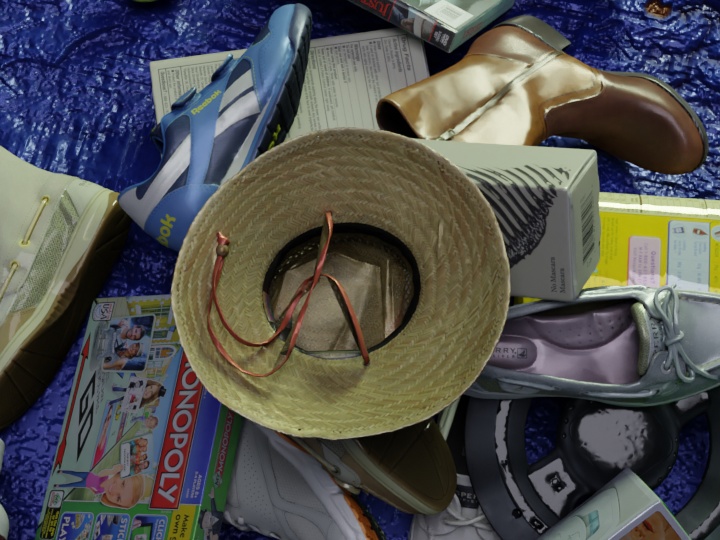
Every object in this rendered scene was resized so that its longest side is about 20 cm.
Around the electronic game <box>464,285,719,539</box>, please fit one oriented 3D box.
[{"bbox_3d":[0.167,0.109,1.036,0.200,0.042,0.200,0,81,0],"label":"electronic game"}]

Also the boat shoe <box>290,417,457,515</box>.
[{"bbox_3d":[-0.025,0.090,1.028,0.201,0.063,0.073,39,41,-9],"label":"boat shoe"}]

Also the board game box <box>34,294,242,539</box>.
[{"bbox_3d":[-0.143,0.113,1.073,0.134,0.029,0.200,-4,65,32],"label":"board game box"}]

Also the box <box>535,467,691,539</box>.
[{"bbox_3d":[0.160,0.256,0.965,0.176,0.097,0.200,-37,95,0],"label":"box"}]

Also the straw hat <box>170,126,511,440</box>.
[{"bbox_3d":[-0.012,0.016,0.974,0.201,0.085,0.201,0,75,0],"label":"straw hat"}]

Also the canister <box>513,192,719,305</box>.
[{"bbox_3d":[0.208,0.017,1.112,0.200,0.087,0.149,5,71,4],"label":"canister"}]

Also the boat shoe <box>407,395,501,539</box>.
[{"bbox_3d":[0.074,0.153,1.069,0.072,0.066,0.200,12,69,4],"label":"boat shoe"}]

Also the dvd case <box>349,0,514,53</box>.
[{"bbox_3d":[0.008,-0.233,1.197,0.200,0.022,0.146,28,31,11],"label":"dvd case"}]

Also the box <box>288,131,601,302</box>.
[{"bbox_3d":[0.049,-0.036,1.016,0.200,0.082,0.068,4,27,23],"label":"box"}]

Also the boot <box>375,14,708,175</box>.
[{"bbox_3d":[0.133,-0.098,1.109,0.188,0.069,0.200,40,39,8],"label":"boot"}]

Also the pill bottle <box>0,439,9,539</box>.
[{"bbox_3d":[-0.291,0.201,1.026,0.113,0.113,0.200,6,69,2],"label":"pill bottle"}]

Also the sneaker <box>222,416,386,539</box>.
[{"bbox_3d":[-0.056,0.156,1.069,0.092,0.076,0.200,-39,60,-2],"label":"sneaker"}]

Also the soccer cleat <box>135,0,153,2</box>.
[{"bbox_3d":[-0.134,-0.293,1.257,0.084,0.065,0.200,21,72,40],"label":"soccer cleat"}]

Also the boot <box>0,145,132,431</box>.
[{"bbox_3d":[-0.272,0.006,1.126,0.154,0.072,0.200,25,76,13],"label":"boot"}]

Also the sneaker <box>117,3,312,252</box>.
[{"bbox_3d":[-0.094,-0.103,1.084,0.082,0.074,0.200,23,72,10],"label":"sneaker"}]

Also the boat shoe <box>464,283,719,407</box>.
[{"bbox_3d":[0.150,0.046,0.991,0.201,0.065,0.075,-1,82,-1],"label":"boat shoe"}]

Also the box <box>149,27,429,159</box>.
[{"bbox_3d":[-0.047,-0.110,1.165,0.200,0.078,0.095,-7,69,-3],"label":"box"}]
